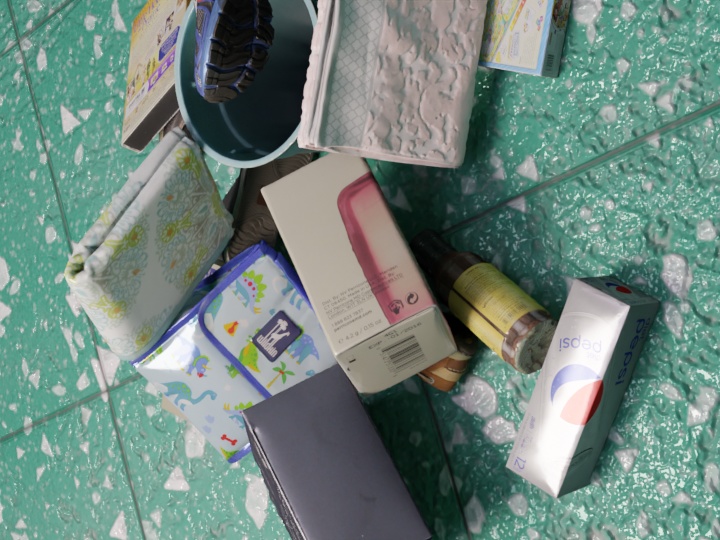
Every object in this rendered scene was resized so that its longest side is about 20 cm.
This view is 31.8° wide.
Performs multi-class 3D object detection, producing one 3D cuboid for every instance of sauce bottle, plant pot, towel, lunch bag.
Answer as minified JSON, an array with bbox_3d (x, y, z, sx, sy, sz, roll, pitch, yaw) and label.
[{"bbox_3d":[0.117,0.023,1.249,0.200,0.064,0.065,46,119,43],"label":"sauce bottle"},{"bbox_3d":[-0.054,-0.203,1.304,0.198,0.195,0.203,1,92,38],"label":"plant pot"},{"bbox_3d":[-0.212,-0.025,1.293,0.048,0.172,0.201,23,66,24],"label":"towel"},{"bbox_3d":[0.038,-0.204,1.195,0.032,0.189,0.203,22,106,53],"label":"towel"},{"bbox_3d":[-0.122,0.085,1.386,0.199,0.128,0.170,-37,106,19],"label":"lunch bag"}]

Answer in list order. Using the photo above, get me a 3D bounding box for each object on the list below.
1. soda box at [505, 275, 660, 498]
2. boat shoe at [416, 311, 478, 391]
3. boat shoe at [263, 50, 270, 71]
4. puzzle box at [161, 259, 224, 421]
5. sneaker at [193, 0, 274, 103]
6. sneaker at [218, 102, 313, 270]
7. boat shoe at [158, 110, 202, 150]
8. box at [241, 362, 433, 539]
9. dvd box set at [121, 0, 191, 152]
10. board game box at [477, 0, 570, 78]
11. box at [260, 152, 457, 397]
[{"bbox_3d":[0.208,0.109,1.193,0.063,0.068,0.202,29,109,33],"label":"soda box"},{"bbox_3d":[0.031,0.059,1.328,0.199,0.075,0.075,33,115,33],"label":"boat shoe"},{"bbox_3d":[-0.116,-0.305,1.414,0.070,0.070,0.203,-30,63,58],"label":"boat shoe"},{"bbox_3d":[-0.172,0.092,1.520,0.132,0.025,0.202,20,104,36],"label":"puzzle box"},{"bbox_3d":[-0.128,-0.259,1.201,0.078,0.075,0.203,7,88,47],"label":"sneaker"},{"bbox_3d":[-0.122,-0.099,1.443,0.106,0.074,0.202,21,88,64],"label":"sneaker"},{"bbox_3d":[-0.174,-0.204,1.478,0.073,0.074,0.202,38,116,31],"label":"boat shoe"},{"bbox_3d":[-0.025,0.229,1.291,0.116,0.200,0.198,-26,71,-10],"label":"box"},{"bbox_3d":[-0.229,-0.257,1.479,0.146,0.029,0.202,-39,41,40],"label":"dvd box set"},{"bbox_3d":[0.147,-0.300,1.243,0.133,0.034,0.203,17,103,37],"label":"board game box"},{"bbox_3d":[0.000,0.000,1.238,0.108,0.128,0.201,-26,63,2],"label":"box"}]
